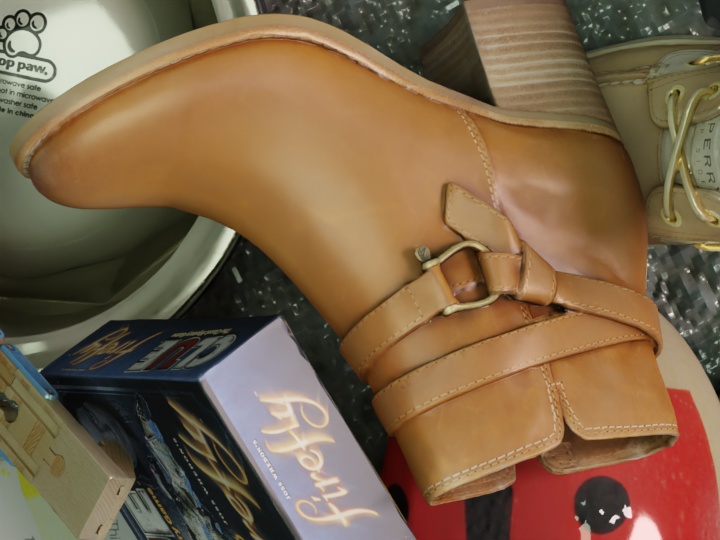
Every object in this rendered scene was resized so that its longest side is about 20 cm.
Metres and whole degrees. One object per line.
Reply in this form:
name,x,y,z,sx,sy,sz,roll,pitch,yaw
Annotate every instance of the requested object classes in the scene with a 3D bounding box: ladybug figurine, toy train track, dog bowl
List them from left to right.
toy train track,-0.125,0.019,0.916,0.200,0.032,0.115,43,112,39
dog bowl,-0.118,-0.063,0.997,0.198,0.074,0.202,1,95,12
ladybug figurine,0.060,0.098,0.954,0.135,0.072,0.202,-8,79,29

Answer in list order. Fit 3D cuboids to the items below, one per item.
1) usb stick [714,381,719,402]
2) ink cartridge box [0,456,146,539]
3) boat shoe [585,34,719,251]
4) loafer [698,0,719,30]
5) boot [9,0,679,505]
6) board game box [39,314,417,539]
usb stick,0.109,0.108,0.987,0.055,0.033,0.201,36,101,15
ink cartridge box,-0.125,0.131,0.955,0.083,0.199,0.146,-1,98,56
boat shoe,0.129,-0.043,0.949,0.198,0.069,0.074,-4,95,12
loafer,0.145,-0.077,0.891,0.062,0.201,0.072,-2,130,-4
boot,0.000,0.000,0.891,0.198,0.074,0.156,-10,74,-13
board game box,-0.015,0.107,0.894,0.035,0.135,0.201,-36,104,-23
